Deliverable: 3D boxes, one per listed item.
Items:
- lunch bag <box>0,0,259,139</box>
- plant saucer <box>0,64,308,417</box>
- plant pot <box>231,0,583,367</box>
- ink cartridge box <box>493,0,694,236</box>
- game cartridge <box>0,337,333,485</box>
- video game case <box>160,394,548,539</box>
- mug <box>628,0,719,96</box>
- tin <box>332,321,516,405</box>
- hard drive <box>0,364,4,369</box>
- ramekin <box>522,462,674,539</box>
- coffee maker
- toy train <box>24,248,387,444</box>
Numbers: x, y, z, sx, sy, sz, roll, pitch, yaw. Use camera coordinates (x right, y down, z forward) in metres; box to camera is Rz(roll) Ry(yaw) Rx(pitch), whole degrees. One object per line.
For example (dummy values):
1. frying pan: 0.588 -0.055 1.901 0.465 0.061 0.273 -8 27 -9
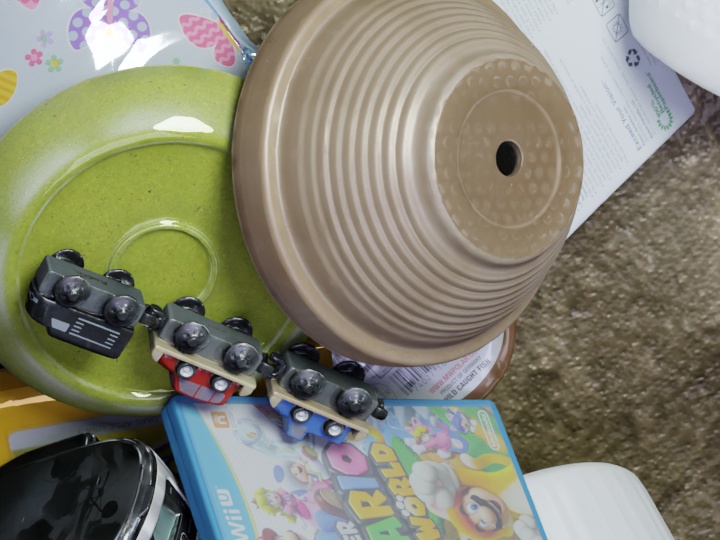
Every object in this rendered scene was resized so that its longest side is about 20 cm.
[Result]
1. lunch bag: -0.161 -0.098 1.514 0.200 0.127 0.170 -36 91 11
2. plant saucer: -0.100 -0.006 1.462 0.200 0.031 0.200 -6 120 -10
3. plant pot: 0.042 -0.052 1.444 0.201 0.093 0.201 1 89 -38
4. ink cartridge box: 0.068 -0.107 1.550 0.200 0.041 0.200 -43 115 -31
5. game cartridge: -0.105 0.117 1.579 0.200 0.032 0.177 -8 126 0
6. video game case: 0.006 0.127 1.498 0.200 0.143 0.018 2 143 -33
7. mug: 0.241 -0.174 1.563 0.200 0.148 0.175 13 113 -46
8. tin: 0.000 0.000 1.570 0.112 0.042 0.200 -44 109 3
9. hard drive: -0.191 0.140 1.627 0.140 0.038 0.200 -29 127 8
10. ramekin: 0.091 0.188 1.636 0.200 0.200 0.098 -23 67 0
11. coffee maker: -0.122 0.196 1.534 0.192 0.135 0.200 -36 122 18
12. toy train: -0.076 0.044 1.459 0.200 0.034 0.046 22 116 -24
